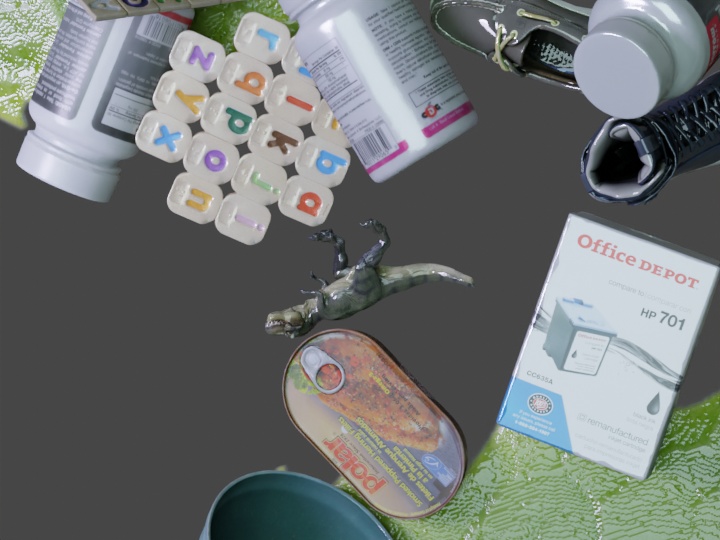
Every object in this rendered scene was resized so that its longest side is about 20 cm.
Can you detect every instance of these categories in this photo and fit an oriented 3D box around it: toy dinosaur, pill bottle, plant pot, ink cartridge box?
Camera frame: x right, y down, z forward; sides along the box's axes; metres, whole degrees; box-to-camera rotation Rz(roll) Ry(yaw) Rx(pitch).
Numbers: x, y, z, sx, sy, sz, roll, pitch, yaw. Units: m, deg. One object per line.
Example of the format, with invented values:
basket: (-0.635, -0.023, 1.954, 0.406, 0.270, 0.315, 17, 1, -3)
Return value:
toy dinosaur: (0.000, 0.000, 1.763, 0.198, 0.047, 0.089, -17, 98, 11)
pill bottle: (-0.242, -0.175, 1.775, 0.113, 0.114, 0.202, 25, 97, 11)
plant pot: (-0.073, 0.302, 1.725, 0.200, 0.200, 0.135, 39, 126, 9)
pill bottle: (0.011, -0.191, 1.708, 0.113, 0.113, 0.201, -30, 93, 11)
ink cartridge box: (0.223, 0.065, 1.694, 0.145, 0.086, 0.202, 20, 97, 11)
pill bottle: (0.261, -0.214, 1.612, 0.110, 0.200, 0.111, 24, 137, 24)

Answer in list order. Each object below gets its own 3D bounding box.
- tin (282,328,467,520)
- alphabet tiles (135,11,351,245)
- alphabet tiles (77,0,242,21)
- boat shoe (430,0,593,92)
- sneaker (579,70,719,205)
tin: (0.014, 0.142, 1.766, 0.112, 0.042, 0.200, -44, 82, 6)
alphabet tiles: (-0.101, -0.132, 1.766, 0.194, 0.015, 0.202, 23, 95, -10)
alphabet tiles: (-0.220, -0.296, 1.743, 0.200, 0.166, 0.008, 48, 136, 32)
boat shoe: (0.153, -0.208, 1.698, 0.200, 0.060, 0.073, 16, 133, 10)
sneaker: (0.280, -0.120, 1.647, 0.201, 0.146, 0.077, -31, 83, 10)
